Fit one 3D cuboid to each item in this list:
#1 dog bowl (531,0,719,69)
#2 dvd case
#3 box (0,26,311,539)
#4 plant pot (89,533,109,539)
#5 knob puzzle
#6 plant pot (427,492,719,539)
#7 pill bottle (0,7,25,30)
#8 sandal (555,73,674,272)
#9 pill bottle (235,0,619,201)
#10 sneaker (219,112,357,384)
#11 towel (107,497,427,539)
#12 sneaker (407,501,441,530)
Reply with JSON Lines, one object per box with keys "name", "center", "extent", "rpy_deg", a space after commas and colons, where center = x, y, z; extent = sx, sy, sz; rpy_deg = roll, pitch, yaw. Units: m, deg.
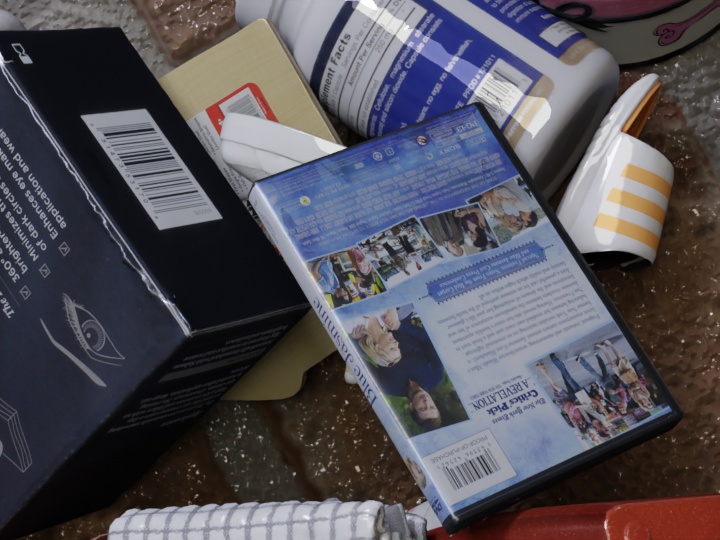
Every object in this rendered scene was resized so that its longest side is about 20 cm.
{"name": "dog bowl", "center": [0.142, -0.222, 1.231], "extent": [0.199, 0.074, 0.201], "rpy_deg": [-1, 77, 6]}
{"name": "dvd case", "center": [0.052, 0.017, 1.057], "extent": [0.142, 0.018, 0.201], "rpy_deg": [-21, 68, -28]}
{"name": "box", "center": [-0.167, 0.007, 1.149], "extent": [0.200, 0.117, 0.197], "rpy_deg": [-44, 73, 29]}
{"name": "plant pot", "center": [-0.211, 0.246, 1.112], "extent": [0.194, 0.201, 0.202], "rpy_deg": [-8, 76, 14]}
{"name": "knob puzzle", "center": [-0.087, -0.017, 1.213], "extent": [0.218, 0.030, 0.221], "rpy_deg": [3, 101, 14]}
{"name": "plant pot", "center": [0.151, 0.197, 1.034], "extent": [0.199, 0.176, 0.201], "rpy_deg": [-2, 69, -23]}
{"name": "pill bottle", "center": [-0.299, -0.145, 1.235], "extent": [0.200, 0.116, 0.116], "rpy_deg": [34, 83, 13]}
{"name": "sandal", "center": [0.130, -0.007, 1.185], "extent": [0.059, 0.079, 0.207], "rpy_deg": [27, 90, 11]}
{"name": "pill bottle", "center": [0.035, -0.122, 1.198], "extent": [0.200, 0.116, 0.116], "rpy_deg": [36, 83, 13]}
{"name": "sneaker", "center": [0.000, 0.000, 1.133], "extent": [0.199, 0.074, 0.116], "rpy_deg": [24, 92, 6]}
{"name": "towel", "center": [-0.040, 0.212, 1.045], "extent": [0.165, 0.085, 0.201], "rpy_deg": [-9, 80, 27]}
{"name": "sneaker", "center": [0.084, 0.199, 1.139], "extent": [0.099, 0.078, 0.200], "rpy_deg": [-34, 77, -7]}
